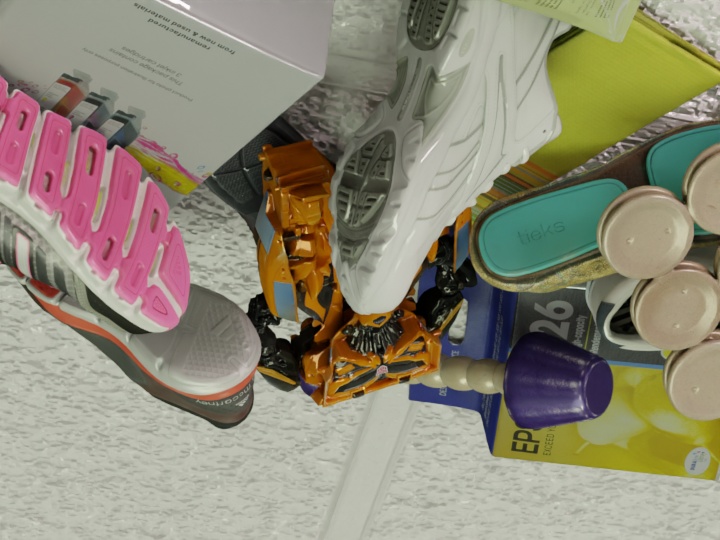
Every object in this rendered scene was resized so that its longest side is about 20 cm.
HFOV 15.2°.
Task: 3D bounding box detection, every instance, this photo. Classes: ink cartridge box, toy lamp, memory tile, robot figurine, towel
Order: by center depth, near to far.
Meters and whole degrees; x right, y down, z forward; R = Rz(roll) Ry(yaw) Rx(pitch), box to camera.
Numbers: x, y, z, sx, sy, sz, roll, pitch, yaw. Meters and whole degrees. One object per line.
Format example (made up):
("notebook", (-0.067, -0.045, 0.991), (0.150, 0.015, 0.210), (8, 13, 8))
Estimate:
("ink cartridge box", (-0.121, -0.128, 1.291), (0.144, 0.146, 0.200), (25, 143, -26))
("memory tile", (0.231, -0.017, 1.414), (0.199, 0.017, 0.154), (-27, 121, 3))
("towel", (0.096, -0.082, 1.443), (0.086, 0.018, 0.200), (26, 141, -32))
("robot figurine", (0.000, 0.000, 1.469), (0.144, 0.058, 0.200), (-18, 140, -13))
("toy lamp", (0.054, 0.059, 1.568), (0.199, 0.058, 0.058), (4, 150, 35))
("ink cartridge box", (0.130, 0.052, 1.609), (0.199, 0.047, 0.198), (4, 146, 1))

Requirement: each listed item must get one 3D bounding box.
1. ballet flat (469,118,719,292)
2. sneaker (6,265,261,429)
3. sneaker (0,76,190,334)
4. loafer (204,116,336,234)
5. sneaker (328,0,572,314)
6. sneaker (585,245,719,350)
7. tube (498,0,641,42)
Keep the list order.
("ballet flat", (0.156, -0.034, 1.455), (0.199, 0.071, 0.071), (-17, 142, 7))
("sneaker", (-0.134, 0.025, 1.504), (0.200, 0.077, 0.082), (41, 156, 29))
("sneaker", (-0.167, -0.031, 1.249), (0.200, 0.074, 0.087), (37, 136, -29))
("loafer", (-0.041, -0.046, 1.492), (0.072, 0.063, 0.200), (-35, 142, 4))
("sneaker", (0.054, -0.064, 1.351), (0.099, 0.078, 0.201), (16, 104, -30))
("sneaker", (0.222, 0.006, 1.473), (0.199, 0.071, 0.073), (-17, 116, 12))
("tube", (0.060, -0.158, 1.271), (0.199, 0.052, 0.058), (9, 160, -31))
